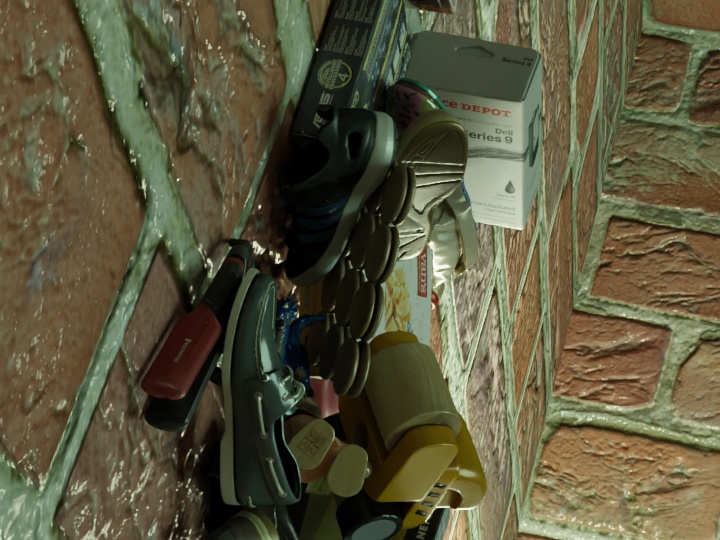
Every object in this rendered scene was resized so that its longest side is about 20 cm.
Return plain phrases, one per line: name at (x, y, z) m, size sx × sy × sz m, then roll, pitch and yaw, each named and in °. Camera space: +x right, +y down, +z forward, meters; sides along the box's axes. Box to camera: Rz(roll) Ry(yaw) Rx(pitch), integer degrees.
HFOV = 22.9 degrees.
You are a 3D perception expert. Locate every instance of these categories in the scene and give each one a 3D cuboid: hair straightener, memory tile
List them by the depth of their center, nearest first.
hair straightener at (-0.119, 0.049, 1.347) m, size 0.200 × 0.041 × 0.077 m, roll -72°, pitch 169°, yaw -47°
memory tile at (0.000, 0.000, 1.512) m, size 0.153 × 0.017 × 0.200 m, roll -145°, pitch -109°, yaw -72°

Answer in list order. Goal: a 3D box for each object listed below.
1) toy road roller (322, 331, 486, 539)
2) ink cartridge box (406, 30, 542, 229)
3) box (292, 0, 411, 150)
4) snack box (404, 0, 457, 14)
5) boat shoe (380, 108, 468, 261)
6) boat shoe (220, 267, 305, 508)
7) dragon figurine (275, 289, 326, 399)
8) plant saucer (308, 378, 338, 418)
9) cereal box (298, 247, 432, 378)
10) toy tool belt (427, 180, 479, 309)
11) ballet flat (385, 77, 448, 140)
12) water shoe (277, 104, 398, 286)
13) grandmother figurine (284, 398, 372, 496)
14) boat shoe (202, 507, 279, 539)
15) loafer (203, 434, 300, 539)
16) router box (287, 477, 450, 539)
toy road roller at (0.054, 0.155, 1.617) m, size 0.200 × 0.146 × 0.123 m, roll -60°, pitch -141°, yaw 43°
ink cartridge box at (0.118, -0.151, 1.932) m, size 0.200 × 0.146 × 0.084 m, roll 84°, pitch 22°, yaw -48°
box at (-0.003, -0.164, 1.626) m, size 0.161 × 0.049 × 0.200 m, roll 78°, pitch 26°, yaw -64°
snack box at (0.042, -0.290, 1.668) m, size 0.200 × 0.072 × 0.024 m, roll 49°, pitch 53°, yaw -73°
boat shoe at (0.045, -0.086, 1.591) m, size 0.200 × 0.072 × 0.065 m, roll 108°, pitch -26°, yaw -55°
boat shoe at (-0.070, 0.093, 1.361) m, size 0.073 × 0.062 × 0.200 m, roll -56°, pitch 153°, yaw -64°
dragon figurine at (-0.065, 0.059, 1.508) m, size 0.200 × 0.059 × 0.100 m, roll -15°, pitch 114°, yaw -76°
plant saucer at (-0.001, 0.070, 1.806) m, size 0.201 × 0.051 × 0.201 m, roll 10°, pitch 90°, yaw -76°
cereal box at (0.008, 0.037, 1.686) m, size 0.200 × 0.039 × 0.144 m, roll 12°, pitch 79°, yaw -59°
toy tool belt at (0.078, -0.052, 1.894) m, size 0.200 × 0.125 × 0.123 m, roll 75°, pitch 36°, yaw -62°
ballet flat at (0.052, -0.124, 1.672) m, size 0.071 × 0.069 × 0.200 m, roll -58°, pitch 170°, yaw -1°
water shoe at (-0.039, -0.069, 1.519) m, size 0.072 × 0.079 × 0.200 m, roll -93°, pitch -154°, yaw -45°
grandmother figurine at (-0.047, 0.146, 1.543) m, size 0.061 × 0.121 × 0.200 m, roll -45°, pitch -173°, yaw -6°
boat shoe at (-0.125, 0.280, 1.425) m, size 0.065 × 0.073 × 0.200 m, roll -5°, pitch 119°, yaw -44°
loafer at (-0.101, 0.216, 1.487) m, size 0.071 × 0.073 × 0.200 m, roll -39°, pitch 133°, yaw -38°
router box at (-0.014, 0.278, 1.672) m, size 0.052 × 0.157 × 0.200 m, roll 87°, pitch 18°, yaw -45°
